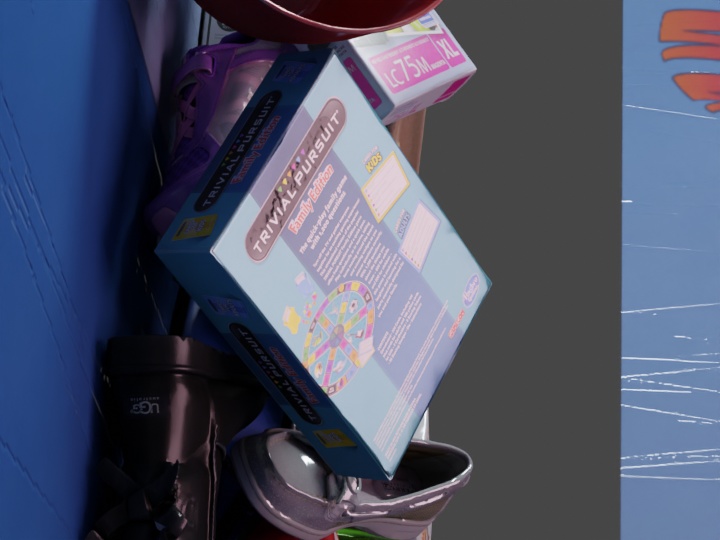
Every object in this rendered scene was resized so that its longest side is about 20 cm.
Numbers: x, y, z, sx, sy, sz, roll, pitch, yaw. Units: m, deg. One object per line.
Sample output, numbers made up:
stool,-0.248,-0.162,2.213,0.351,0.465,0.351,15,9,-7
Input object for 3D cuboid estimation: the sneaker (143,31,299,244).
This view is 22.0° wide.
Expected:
sneaker,-0.087,-0.089,1.131,0.089,0.080,0.201,48,41,-11

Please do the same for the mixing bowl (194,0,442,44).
mixing bowl,-0.043,-0.209,1.071,0.108,0.198,0.202,-33,-132,57

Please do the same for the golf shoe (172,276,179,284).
golf shoe,-0.045,-0.001,1.165,0.088,0.077,0.200,-50,171,4

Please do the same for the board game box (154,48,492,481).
board game box,-0.015,-0.001,1.067,0.201,0.047,0.152,54,53,-35

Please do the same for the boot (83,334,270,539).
boot,-0.099,0.126,1.039,0.198,0.072,0.164,34,55,-76

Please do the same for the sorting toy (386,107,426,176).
sorting toy,0.000,0.000,1.245,0.186,0.036,0.201,95,11,-46

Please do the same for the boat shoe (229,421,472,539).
boat shoe,-0.005,0.129,1.186,0.201,0.065,0.075,19,37,-49

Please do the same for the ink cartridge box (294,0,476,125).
ink cartridge box,-0.018,-0.187,1.188,0.201,0.042,0.119,53,34,5

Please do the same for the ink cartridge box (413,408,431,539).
ink cartridge box,-0.009,0.231,1.706,0.201,0.143,0.146,84,9,-50

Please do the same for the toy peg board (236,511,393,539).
toy peg board,-0.037,0.231,1.311,0.199,0.097,0.202,123,-24,-59

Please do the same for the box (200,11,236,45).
box,-0.044,-0.218,1.292,0.060,0.115,0.202,79,13,-68

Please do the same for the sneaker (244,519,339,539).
sneaker,-0.074,0.203,1.125,0.116,0.078,0.201,81,30,-49

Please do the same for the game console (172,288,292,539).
game console,-0.105,0.081,1.266,0.171,0.117,0.201,50,29,-32
